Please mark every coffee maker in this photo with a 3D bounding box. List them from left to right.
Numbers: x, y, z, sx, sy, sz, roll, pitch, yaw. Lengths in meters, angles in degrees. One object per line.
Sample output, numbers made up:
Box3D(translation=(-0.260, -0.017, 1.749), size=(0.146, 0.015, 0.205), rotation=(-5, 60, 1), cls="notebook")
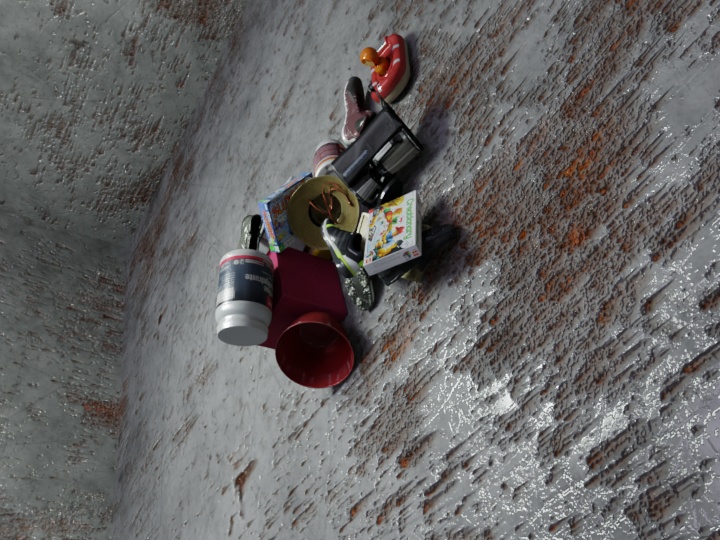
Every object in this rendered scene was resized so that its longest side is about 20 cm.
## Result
Box3D(translation=(0.027, -0.295, 1.529), size=(0.199, 0.134, 0.194), rotation=(-41, 60, 15), cls="coffee maker")

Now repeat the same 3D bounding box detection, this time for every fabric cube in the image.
Box3D(translation=(-0.180, 0.082, 1.681), size=(0.197, 0.195, 0.203), rotation=(-51, 38, 31), cls="fabric cube")

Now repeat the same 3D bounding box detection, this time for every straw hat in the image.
Box3D(translation=(-0.090, -0.163, 1.626), size=(0.203, 0.198, 0.086), rotation=(-55, 13, 24), cls="straw hat")

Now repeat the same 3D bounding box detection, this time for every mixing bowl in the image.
Box3D(translation=(-0.109, 0.179, 1.557), size=(0.202, 0.197, 0.109), rotation=(-52, 16, 27), cls="mixing bowl")

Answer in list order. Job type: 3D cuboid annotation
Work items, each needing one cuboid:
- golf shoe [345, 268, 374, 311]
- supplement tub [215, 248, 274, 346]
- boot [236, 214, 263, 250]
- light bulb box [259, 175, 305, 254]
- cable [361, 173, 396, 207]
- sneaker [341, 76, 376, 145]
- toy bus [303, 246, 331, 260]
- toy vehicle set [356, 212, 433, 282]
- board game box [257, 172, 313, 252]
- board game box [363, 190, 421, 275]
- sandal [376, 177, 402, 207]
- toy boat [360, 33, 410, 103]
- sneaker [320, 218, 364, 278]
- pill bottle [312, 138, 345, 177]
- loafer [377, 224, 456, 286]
Box3D(translation=(0.000, 0.000, 1.566), size=(0.076, 0.087, 0.205), rotation=(-32, 71, 36), cls="golf shoe")
Box3D(translation=(-0.282, 0.066, 1.532), size=(0.139, 0.138, 0.206), rotation=(-33, 50, 45), cls="supplement tub")
Box3D(translation=(-0.302, -0.052, 1.698), size=(0.130, 0.066, 0.207), rotation=(-155, 70, -73), cls="boot")
Box3D(translation=(-0.209, -0.141, 1.828), size=(0.203, 0.123, 0.199), rotation=(-65, 14, -12), cls="light bulb box")
Box3D(translation=(0.031, -0.250, 1.652), size=(0.166, 0.050, 0.201), rotation=(-60, 34, 20), cls="cable")
Box3D(translation=(0.008, -0.458, 1.780), size=(0.114, 0.074, 0.207), rotation=(-3, 83, 51), cls="sneaker")
Box3D(translation=(-0.119, -0.056, 1.776), size=(0.202, 0.064, 0.079), rotation=(-54, 36, 28), cls="toy bus")
Box3D(translation=(0.070, -0.056, 1.453), size=(0.196, 0.026, 0.128), rotation=(15, 88, 37), cls="toy vehicle set")
Box3D(translation=(-0.180, -0.155, 1.643), size=(0.034, 0.200, 0.139), rotation=(6, 122, 33), cls="board game box")
Box3D(translation=(0.072, -0.084, 1.365), size=(0.123, 0.035, 0.203), rotation=(-22, 35, 21), cls="board game box")
Box3D(translation=(0.065, -0.126, 1.536), size=(0.048, 0.074, 0.205), rotation=(35, 114, 31), cls="sandal")
Box3D(translation=(0.054, -0.551, 1.686), size=(0.130, 0.128, 0.205), rotation=(-36, 47, 43), cls="toy boat")
Box3D(translation=(-0.030, -0.062, 1.481), size=(0.082, 0.072, 0.202), rotation=(-35, 46, 9), cls="sneaker")
Box3D(translation=(-0.077, -0.288, 1.754), size=(0.116, 0.112, 0.202), rotation=(-56, 22, 23), cls="pill bottle")
Box3D(translation=(0.124, -0.034, 1.360), size=(0.197, 0.072, 0.068), rotation=(-28, 15, 13), cls="loafer")
